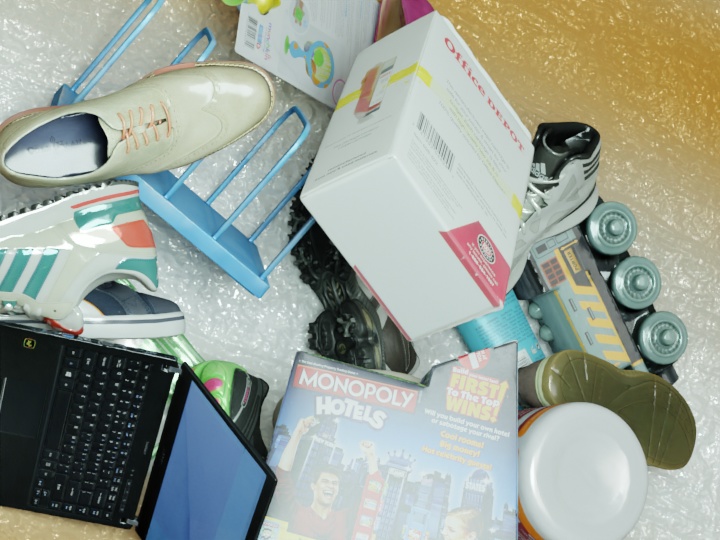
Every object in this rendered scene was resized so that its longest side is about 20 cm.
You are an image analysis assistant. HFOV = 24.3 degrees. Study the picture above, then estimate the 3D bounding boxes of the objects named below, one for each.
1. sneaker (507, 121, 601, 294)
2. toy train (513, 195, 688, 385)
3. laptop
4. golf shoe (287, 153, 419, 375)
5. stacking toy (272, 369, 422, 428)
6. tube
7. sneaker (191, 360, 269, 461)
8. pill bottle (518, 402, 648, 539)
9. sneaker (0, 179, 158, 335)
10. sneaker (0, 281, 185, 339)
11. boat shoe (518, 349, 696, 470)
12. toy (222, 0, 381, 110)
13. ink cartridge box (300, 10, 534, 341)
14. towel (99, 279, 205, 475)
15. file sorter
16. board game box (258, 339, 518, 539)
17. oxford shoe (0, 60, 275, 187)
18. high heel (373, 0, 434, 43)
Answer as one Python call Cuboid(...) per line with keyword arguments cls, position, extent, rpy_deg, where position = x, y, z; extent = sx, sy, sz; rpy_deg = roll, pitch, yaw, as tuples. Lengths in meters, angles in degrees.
Cuboid(cls="sneaker", position=(0.118, -0.054, 1.338), extent=(0.076, 0.115, 0.200), rpy_deg=(38, 63, 24))
Cuboid(cls="toy train", position=(0.199, 0.027, 1.442), extent=(0.114, 0.085, 0.200), rpy_deg=(-28, 96, -15))
Cuboid(cls="laptop", position=(-0.172, 0.148, 1.152), extent=(0.199, 0.178, 0.103), rpy_deg=(12, 37, -10))
Cuboid(cls="golf shoe", position=(0.000, 0.000, 1.360), extent=(0.094, 0.078, 0.201), rpy_deg=(-2, 84, -44))
Cuboid(cls="stacking toy", position=(0.004, 0.186, 1.253), extent=(0.146, 0.146, 0.200), rpy_deg=(16, 55, -23))
Cuboid(cls="tube", position=(0.104, 0.030, 1.413), extent=(0.077, 0.050, 0.200), rpy_deg=(-27, 89, -31))
Cuboid(cls="sneaker", position=(-0.101, 0.170, 1.267), extent=(0.084, 0.077, 0.201), rpy_deg=(7, 93, -42))
Cuboid(cls="pill bottle", position=(0.126, 0.166, 1.312), extent=(0.113, 0.200, 0.113), rpy_deg=(4, 80, -25))
Cuboid(cls="sneaker", position=(-0.231, 0.009, 1.137), extent=(0.199, 0.070, 0.094), rpy_deg=(-21, 92, -10))
Cuboid(cls="sneaker", position=(-0.223, 0.013, 1.214), extent=(0.199, 0.078, 0.080), rpy_deg=(2, 87, -22))
Cuboid(cls="boat shoe", position=(0.201, 0.113, 1.382), extent=(0.201, 0.066, 0.072), rpy_deg=(25, 73, -39))
Cuboid(cls="toy", position=(-0.051, -0.194, 1.348), extent=(0.200, 0.047, 0.115), rpy_deg=(28, 65, -58))
Cuboid(cls="ink cartridge box", position=(0.048, -0.071, 1.215), extent=(0.145, 0.083, 0.200), rpy_deg=(52, 32, -24))
Cuboid(cls="towel", position=(-0.212, 0.067, 1.264), extent=(0.200, 0.023, 0.153), rpy_deg=(48, 66, -12))
Cuboid(cls="file sorter", position=(-0.116, -0.101, 1.250), extent=(0.200, 0.139, 0.123), rpy_deg=(41, 96, -15))
Cuboid(cls="board game box", position=(0.035, 0.135, 1.192), extent=(0.199, 0.062, 0.200), rpy_deg=(16, 75, -3))
Cuboid(cls="oxford shoe", position=(-0.151, -0.093, 1.138), extent=(0.200, 0.074, 0.071), rpy_deg=(-18, 104, -6))
Cuboid(cls="high heel", position=(0.014, -0.162, 1.362), extent=(0.096, 0.067, 0.200), rpy_deg=(57, 32, -16))
